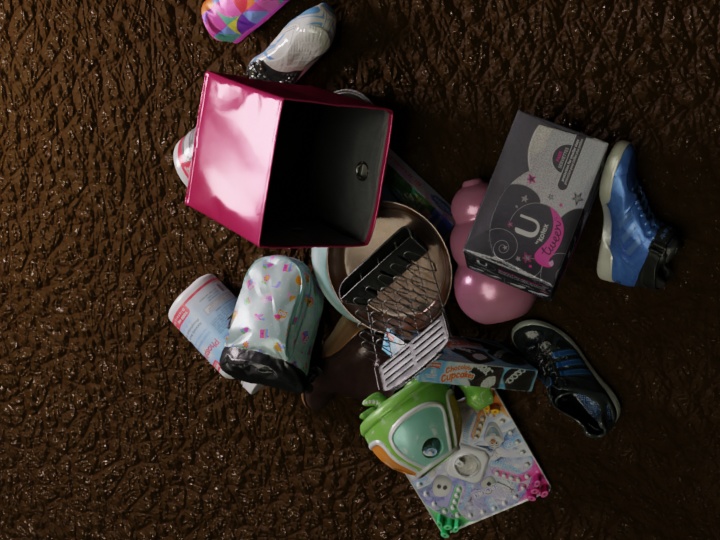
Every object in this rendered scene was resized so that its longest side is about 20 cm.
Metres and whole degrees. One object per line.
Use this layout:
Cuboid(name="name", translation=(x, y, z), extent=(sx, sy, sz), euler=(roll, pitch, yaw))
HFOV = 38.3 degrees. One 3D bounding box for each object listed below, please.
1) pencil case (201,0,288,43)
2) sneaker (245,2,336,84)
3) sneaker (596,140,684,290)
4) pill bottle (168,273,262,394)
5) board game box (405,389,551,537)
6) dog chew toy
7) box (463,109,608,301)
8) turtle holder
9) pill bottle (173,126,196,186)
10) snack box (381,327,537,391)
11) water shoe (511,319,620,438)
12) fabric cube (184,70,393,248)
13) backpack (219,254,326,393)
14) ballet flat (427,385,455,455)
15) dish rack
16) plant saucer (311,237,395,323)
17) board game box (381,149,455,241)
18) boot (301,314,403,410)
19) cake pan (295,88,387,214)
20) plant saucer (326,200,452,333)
Cuboid(name="pencil case", translation=(-0.148, -0.413, 1.539), extent=(0.198, 0.088, 0.089), euler=(-25, 95, 37))
Cuboid(name="sneaker", translation=(-0.101, -0.333, 1.561), extent=(0.072, 0.073, 0.199), euler=(38, 143, -23))
Cuboid(name="sneaker", translation=(0.373, -0.068, 1.359), extent=(0.110, 0.076, 0.203), euler=(15, 120, 32))
Cuboid(name="pill bottle", translation=(-0.226, 0.111, 1.776), extent=(0.200, 0.108, 0.109), euler=(45, 125, 9))
Cuboid(name="board game box", translation=(0.166, 0.304, 1.613), extent=(0.198, 0.026, 0.202), euler=(-27, 104, 18))
Cuboid(name="dog chew toy", translation=(0.181, -0.030, 1.471), extent=(0.123, 0.124, 0.203), euler=(-12, 95, 34))
Cuboid(name="box", translation=(0.230, -0.082, 1.356), extent=(0.130, 0.115, 0.203), euler=(21, 84, 13))
Cuboid(name="turtle holder", translation=(0.095, 0.220, 1.530), extent=(0.133, 0.184, 0.141), euler=(55, 147, 16))
Cuboid(name="pill bottle", translation=(-0.195, -0.205, 1.631), extent=(0.199, 0.110, 0.112), euler=(-30, 92, 36))
Cuboid(name="snack box", translation=(0.142, 0.128, 1.487), extent=(0.116, 0.197, 0.038), euler=(36, 114, 59))
Cuboid(name="water shoe", translation=(0.293, 0.152, 1.496), extent=(0.200, 0.079, 0.072), euler=(43, 125, 10))
Cuboid(name="fabric cube", translation=(-0.101, -0.153, 1.443), extent=(0.198, 0.198, 0.200), euler=(25, 110, 47))
Cuboid(name="backpack", translation=(-0.131, 0.080, 1.656), extent=(0.164, 0.127, 0.203), euler=(11, 73, 19))
Cuboid(name="ballet flat", translation=(0.117, 0.195, 1.627), extent=(0.074, 0.064, 0.203), euler=(2, 112, 9))
Cuboid(name="dish rack", translation=(0.050, 0.058, 1.424), extent=(0.153, 0.054, 0.202), euler=(-43, 40, 29))
Cuboid(name="plant saucer", translation=(0.000, 0.000, 1.587), extent=(0.198, 0.039, 0.204), euler=(13, 116, 27))
Cuboid(name="board game box", translation=(0.027, -0.073, 1.591), extent=(0.199, 0.041, 0.201), euler=(43, 125, 10))
Cuboid(name="boot", translation=(-0.012, 0.187, 1.670), extent=(0.166, 0.072, 0.202), euler=(47, 121, 37))
Cuboid(name="cake pan", translation=(-0.039, -0.170, 1.548), extent=(0.199, 0.036, 0.204), euler=(2, 93, 48))
Cuboid(name="plant saucer", translation=(0.045, -0.007, 1.516), extent=(0.197, 0.034, 0.204), euler=(8, 111, 22))
